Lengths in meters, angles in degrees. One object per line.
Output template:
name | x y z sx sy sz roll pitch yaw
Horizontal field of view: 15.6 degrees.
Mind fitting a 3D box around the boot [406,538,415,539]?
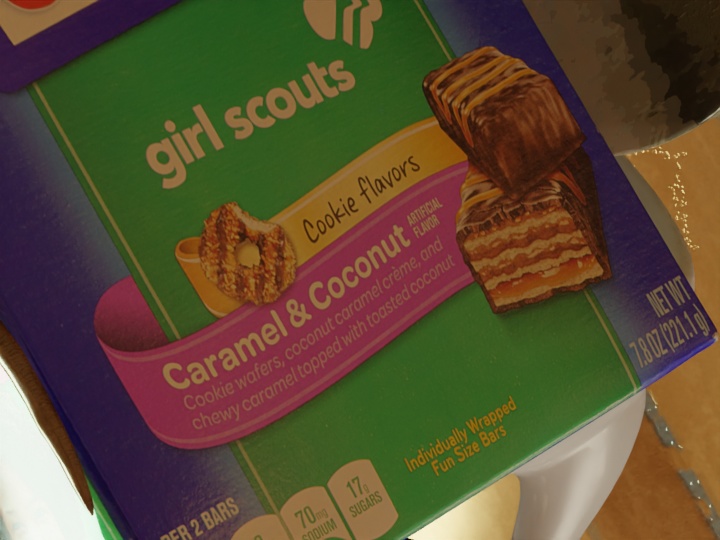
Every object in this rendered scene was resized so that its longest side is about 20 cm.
boot | -0.051 0.186 0.860 0.203 0.073 0.154 -32 153 -25

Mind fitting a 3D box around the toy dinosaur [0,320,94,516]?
toy dinosaur | -0.136 -0.026 0.543 0.199 0.106 0.061 15 -117 37

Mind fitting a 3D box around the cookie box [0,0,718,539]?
cookie box | -0.039 -0.027 0.601 0.171 0.201 0.075 -28 175 -37

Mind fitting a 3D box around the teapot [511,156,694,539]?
teapot | 0.000 0.000 0.874 0.197 0.200 0.146 22 117 -42

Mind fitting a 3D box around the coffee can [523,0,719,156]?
coffee can | 0.109 -0.124 0.869 0.146 0.147 0.200 -31 176 30
